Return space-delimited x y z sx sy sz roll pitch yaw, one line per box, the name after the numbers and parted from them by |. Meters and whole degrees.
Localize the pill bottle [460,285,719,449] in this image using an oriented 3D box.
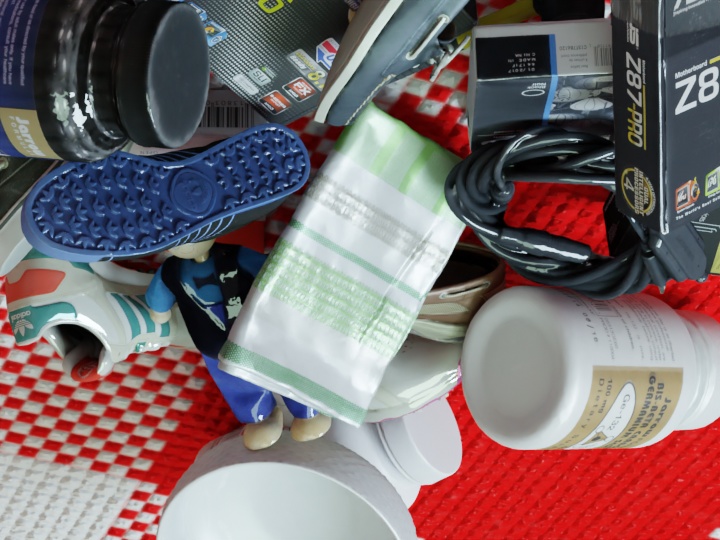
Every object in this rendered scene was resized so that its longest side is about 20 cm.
0.178 0.072 1.594 0.199 0.115 0.114 3 148 -43 | pill bottle

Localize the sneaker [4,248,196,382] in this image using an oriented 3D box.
-0.179 0.042 1.560 0.070 0.094 0.199 -16 153 32 | sneaker

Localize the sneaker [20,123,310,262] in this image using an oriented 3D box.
-0.128 -0.040 1.377 0.199 0.071 0.078 -14 169 -32 | sneaker

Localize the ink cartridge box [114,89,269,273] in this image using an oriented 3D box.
-0.142 -0.043 1.513 0.161 0.057 0.201 -1 138 -3 | ink cartridge box

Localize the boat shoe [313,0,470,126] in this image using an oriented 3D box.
0.035 -0.152 1.291 0.061 0.075 0.201 23 127 -14 | boat shoe

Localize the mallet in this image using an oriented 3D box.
0.070 -0.140 1.383 0.199 0.066 0.041 -28 145 31 | mallet

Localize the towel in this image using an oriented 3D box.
0.000 0.000 1.474 0.149 0.031 0.201 27 93 -49 | towel

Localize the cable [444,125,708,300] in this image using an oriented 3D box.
0.136 -0.043 1.454 0.162 0.051 0.200 5 156 34 | cable

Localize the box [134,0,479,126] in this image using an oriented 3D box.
-0.047 -0.185 1.336 0.159 0.045 0.200 -24 138 26 | box

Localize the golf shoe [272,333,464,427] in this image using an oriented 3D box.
-0.014 0.064 1.628 0.198 0.076 0.092 -11 133 25 | golf shoe

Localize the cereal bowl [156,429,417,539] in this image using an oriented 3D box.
-0.049 0.196 1.635 0.198 0.084 0.202 6 124 9 | cereal bowl

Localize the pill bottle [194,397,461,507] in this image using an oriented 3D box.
-0.025 0.153 1.721 0.199 0.113 0.112 -25 137 27 | pill bottle

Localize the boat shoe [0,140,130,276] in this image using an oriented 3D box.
-0.184 -0.090 1.386 0.064 0.200 0.071 42 176 1 | boat shoe

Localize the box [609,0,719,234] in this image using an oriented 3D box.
0.235 -0.132 1.304 0.199 0.049 0.163 -24 125 -28 | box

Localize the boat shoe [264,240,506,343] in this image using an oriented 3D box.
0.011 0.002 1.568 0.198 0.076 0.072 0 138 -17 | boat shoe

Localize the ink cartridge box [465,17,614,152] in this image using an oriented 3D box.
0.116 -0.109 1.382 0.098 0.040 0.200 -4 169 2 | ink cartridge box

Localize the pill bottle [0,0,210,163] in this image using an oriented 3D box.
-0.196 -0.123 1.309 0.198 0.113 0.112 6 146 21 | pill bottle

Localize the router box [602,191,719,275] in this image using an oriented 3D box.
0.271 -0.075 1.491 0.156 0.053 0.201 7 141 -14 | router box

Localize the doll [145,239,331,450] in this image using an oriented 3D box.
-0.082 0.031 1.513 0.135 0.049 0.201 -11 124 24 | doll
